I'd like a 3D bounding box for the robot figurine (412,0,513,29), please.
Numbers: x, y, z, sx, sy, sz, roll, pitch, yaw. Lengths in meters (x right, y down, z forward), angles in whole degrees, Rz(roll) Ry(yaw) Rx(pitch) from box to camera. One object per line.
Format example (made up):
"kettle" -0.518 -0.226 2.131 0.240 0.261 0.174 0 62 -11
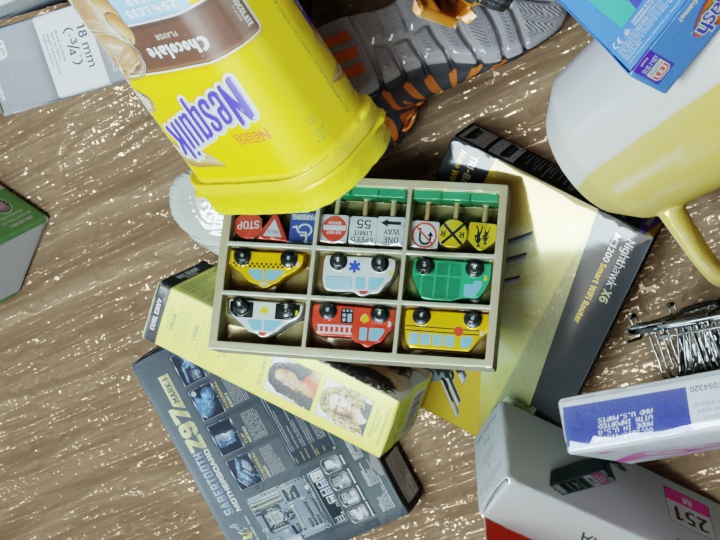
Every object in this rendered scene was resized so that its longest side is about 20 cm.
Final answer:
"robot figurine" 0.007 -0.219 0.955 0.199 0.145 0.058 25 117 -34

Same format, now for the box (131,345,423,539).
"box" -0.065 0.124 1.205 0.157 0.051 0.201 -27 95 23

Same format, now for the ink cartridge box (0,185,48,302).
"ink cartridge box" -0.375 -0.045 1.222 0.199 0.146 0.085 33 116 10

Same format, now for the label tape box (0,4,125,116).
"label tape box" -0.148 -0.174 1.094 0.199 0.144 0.064 -13 101 24

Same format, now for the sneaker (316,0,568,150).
"sneaker" 0.044 -0.146 1.072 0.199 0.112 0.078 -17 70 -6

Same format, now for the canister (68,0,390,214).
"canister" -0.090 -0.137 0.949 0.148 0.087 0.200 1 134 50

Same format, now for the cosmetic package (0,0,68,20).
"cosmetic package" -0.212 -0.231 1.072 0.112 0.200 0.082 -16 99 27

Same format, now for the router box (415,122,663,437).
"router box" 0.104 0.019 1.107 0.156 0.052 0.201 27 114 11

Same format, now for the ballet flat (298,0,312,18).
"ballet flat" -0.066 -0.142 1.106 0.068 0.069 0.200 21 149 -5

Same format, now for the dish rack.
"dish rack" 0.255 0.035 0.978 0.152 0.200 0.055 -15 86 24

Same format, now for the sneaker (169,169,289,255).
"sneaker" -0.051 -0.017 1.132 0.199 0.072 0.072 34 107 18

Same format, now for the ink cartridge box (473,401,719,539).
"ink cartridge box" 0.172 0.189 1.034 0.199 0.174 0.044 26 116 -12

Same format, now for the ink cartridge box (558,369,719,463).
"ink cartridge box" 0.251 0.091 0.992 0.195 0.200 0.044 -14 75 24

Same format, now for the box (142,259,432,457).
"box" -0.053 0.061 1.114 0.199 0.075 0.050 24 111 14

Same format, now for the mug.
"mug" 0.203 -0.096 0.976 0.149 0.188 0.153 26 134 -35

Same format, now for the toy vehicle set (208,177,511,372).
"toy vehicle set" 0.000 0.000 1.056 0.198 0.027 0.125 3 81 13

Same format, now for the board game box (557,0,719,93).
"board game box" 0.162 -0.226 0.916 0.152 0.045 0.200 -51 51 21
